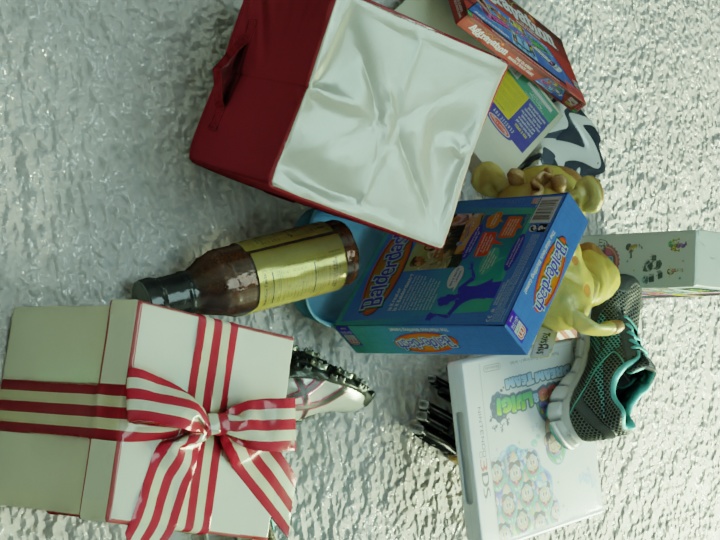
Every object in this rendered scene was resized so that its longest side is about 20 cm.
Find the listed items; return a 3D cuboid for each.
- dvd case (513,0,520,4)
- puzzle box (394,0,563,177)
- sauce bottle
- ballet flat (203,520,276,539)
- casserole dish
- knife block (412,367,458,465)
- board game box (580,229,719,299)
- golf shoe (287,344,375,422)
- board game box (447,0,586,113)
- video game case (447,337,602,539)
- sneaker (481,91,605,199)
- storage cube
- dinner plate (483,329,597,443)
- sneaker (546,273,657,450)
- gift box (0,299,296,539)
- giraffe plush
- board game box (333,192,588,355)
[{"bbox_3d":[0.138,-0.352,1.697,0.200,0.025,0.150,-52,124,-34],"label":"dvd case"},{"bbox_3d":[0.104,-0.190,1.605,0.200,0.025,0.133,50,52,-8],"label":"puzzle box"},{"bbox_3d":[-0.098,0.005,1.382,0.200,0.066,0.066,-13,98,-28],"label":"sauce bottle"},{"bbox_3d":[-0.095,0.246,1.406,0.075,0.068,0.200,-31,106,-20],"label":"ballet flat"},{"bbox_3d":[0.000,0.000,1.526,0.200,0.039,0.121,10,82,-45],"label":"casserole dish"},{"bbox_3d":[0.135,0.184,1.643,0.175,0.064,0.200,-29,109,-43],"label":"knife block"},{"bbox_3d":[0.315,-0.005,1.743,0.147,0.200,0.064,6,84,-46],"label":"board game box"},{"bbox_3d":[-0.074,0.108,1.433,0.200,0.077,0.088,17,96,-43],"label":"golf shoe"},{"bbox_3d":[0.154,-0.243,1.640,0.200,0.019,0.103,29,34,-41],"label":"board game box"},{"bbox_3d":[0.165,0.167,1.576,0.200,0.024,0.182,-7,90,-47],"label":"video game case"},{"bbox_3d":[0.207,-0.099,1.718,0.130,0.079,0.199,32,55,-32],"label":"sneaker"},{"bbox_3d":[-0.015,-0.133,1.359,0.200,0.180,0.171,20,91,-29],"label":"storage cube"},{"bbox_3d":[0.177,0.132,1.626,0.200,0.024,0.200,7,80,-47],"label":"dinner plate"},{"bbox_3d":[0.259,0.090,1.601,0.078,0.091,0.200,43,55,-36],"label":"sneaker"},{"bbox_3d":[-0.159,0.131,1.244,0.184,0.187,0.200,9,81,-46],"label":"gift box"},{"bbox_3d":[0.171,-0.032,1.547,0.200,0.172,0.162,-95,180,-67],"label":"giraffe plush"},{"bbox_3d":[0.089,0.004,1.449,0.045,0.200,0.152,50,55,-34],"label":"board game box"}]
